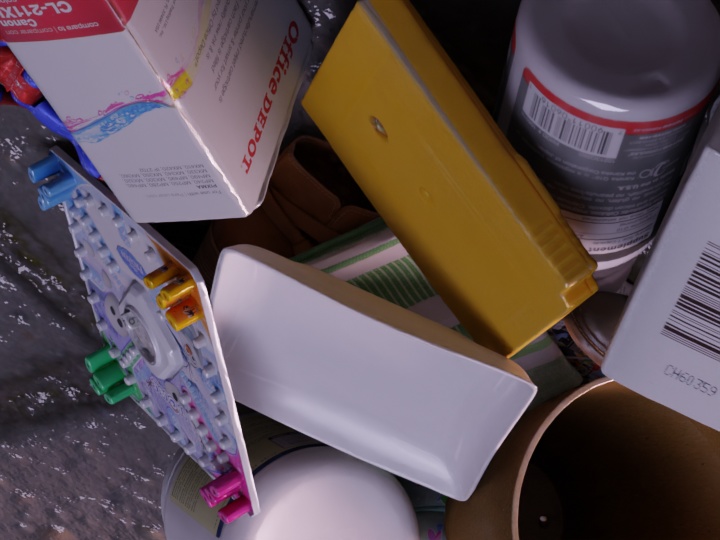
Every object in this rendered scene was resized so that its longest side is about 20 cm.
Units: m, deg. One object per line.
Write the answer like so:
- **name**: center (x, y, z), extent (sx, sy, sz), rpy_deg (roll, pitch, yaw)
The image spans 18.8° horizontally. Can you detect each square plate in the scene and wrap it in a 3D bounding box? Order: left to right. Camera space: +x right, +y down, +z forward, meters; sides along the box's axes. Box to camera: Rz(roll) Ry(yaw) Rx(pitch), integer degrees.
- **square plate**: center (-0.002, 0.060, 1.327), extent (0.199, 0.029, 0.198), rpy_deg (24, 152, 1)

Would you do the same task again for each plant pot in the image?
- **plant pot**: center (0.139, 0.167, 1.437), extent (0.186, 0.187, 0.200), rpy_deg (28, 163, -17)

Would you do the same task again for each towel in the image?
- **towel**: center (0.032, 0.045, 1.395), extent (0.152, 0.023, 0.200), rpy_deg (-25, 130, 19)

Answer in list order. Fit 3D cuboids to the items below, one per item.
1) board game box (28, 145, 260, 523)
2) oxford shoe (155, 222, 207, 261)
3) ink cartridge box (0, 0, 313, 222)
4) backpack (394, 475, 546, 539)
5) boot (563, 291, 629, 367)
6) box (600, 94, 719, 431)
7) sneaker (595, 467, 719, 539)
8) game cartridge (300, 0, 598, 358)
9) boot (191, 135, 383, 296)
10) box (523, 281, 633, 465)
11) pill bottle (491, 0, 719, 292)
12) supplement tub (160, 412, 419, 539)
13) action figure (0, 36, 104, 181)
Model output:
- **board game box**: center (-0.142, 0.043, 1.407), extent (0.200, 0.026, 0.201), rpy_deg (37, 147, 46)
- **oxford shoe**: center (-0.127, 0.059, 1.517), extent (0.072, 0.085, 0.200), rpy_deg (5, 145, 10)
- **ink cartridge box**: center (-0.114, -0.142, 1.187), extent (0.082, 0.146, 0.200), rpy_deg (-3, 140, 26)
- **backpack**: center (0.092, 0.220, 1.616), extent (0.166, 0.127, 0.200), rpy_deg (-25, 129, 35)
- **boot**: center (0.214, 0.028, 1.257), extent (0.199, 0.075, 0.097), rpy_deg (16, 133, -33)
- **box**: center (0.255, -0.004, 1.119), extent (0.199, 0.131, 0.199), rpy_deg (25, 143, 6)
- **sneaker**: center (0.233, 0.130, 1.498), extent (0.074, 0.081, 0.200), rpy_deg (2, 155, -33)
- **game cartridge**: center (0.049, -0.049, 1.222), extent (0.200, 0.032, 0.176), rpy_deg (53, 162, 4)
- **boot**: center (0.000, 0.000, 1.405), extent (0.199, 0.074, 0.155), rpy_deg (22, 138, -19)
- **box**: center (0.130, 0.068, 1.475), extent (0.110, 0.035, 0.200), rpy_deg (31, 141, -22)
- **pill bottle**: center (0.128, -0.072, 1.220), extent (0.113, 0.114, 0.200), rpy_deg (14, 145, 2)
- **supplement tub**: center (-0.057, 0.181, 1.545), extent (0.145, 0.146, 0.200), rpy_deg (32, 175, -22)
- **action figure**: center (-0.195, -0.112, 1.342), extent (0.199, 0.052, 0.065), rpy_deg (32, 136, -15)
